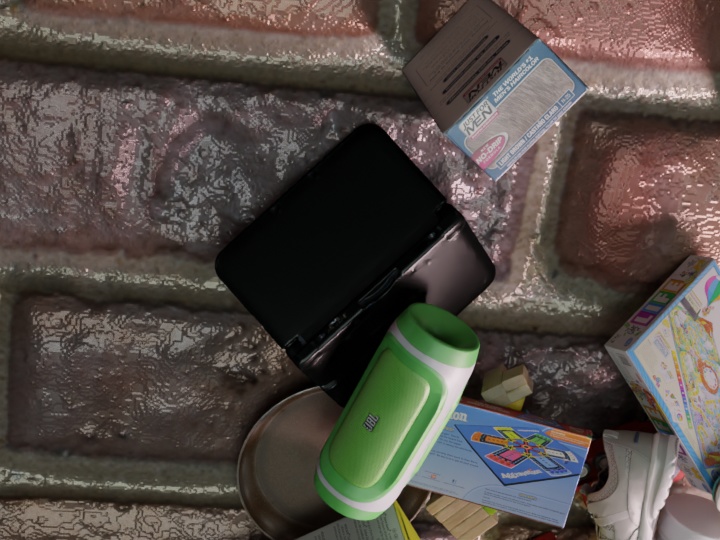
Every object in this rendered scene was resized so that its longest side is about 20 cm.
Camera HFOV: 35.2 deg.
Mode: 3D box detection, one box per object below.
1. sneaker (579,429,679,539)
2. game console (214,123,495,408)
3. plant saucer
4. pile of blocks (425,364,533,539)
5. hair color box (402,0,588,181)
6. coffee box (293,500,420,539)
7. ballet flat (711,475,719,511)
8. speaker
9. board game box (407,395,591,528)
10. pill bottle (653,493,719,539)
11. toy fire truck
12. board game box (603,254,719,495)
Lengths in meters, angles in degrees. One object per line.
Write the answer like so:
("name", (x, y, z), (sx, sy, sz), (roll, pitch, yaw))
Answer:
("sneaker", (0.257, 0.238, 1.136), (0.082, 0.075, 0.201), (17, 116, 15))
("game console", (0.000, 0.000, 1.055), (0.200, 0.116, 0.176), (-42, 142, -1))
("plant saucer", (-0.025, 0.196, 1.144), (0.199, 0.032, 0.201), (-3, 114, -6))
("pile of blocks", (0.135, 0.178, 1.136), (0.082, 0.062, 0.201), (23, 113, 2))
("hair color box", (0.102, -0.155, 0.920), (0.060, 0.200, 0.100), (40, 103, -21))
("coffee box", (0.004, 0.388, 1.117), (0.197, 0.200, 0.200), (-25, 128, 4))
("ballet flat", (0.434, 0.231, 1.155), (0.199, 0.069, 0.070), (14, 113, -44))
("speaker", (0.031, 0.131, 1.040), (0.088, 0.089, 0.201), (21, 113, -15))
("board game box", (0.112, 0.175, 1.095), (0.199, 0.019, 0.103), (15, 113, 6))
("pill bottle", (0.334, 0.344, 1.209), (0.111, 0.111, 0.201), (9, 112, -11))
("toy fire truck", (0.255, 0.240, 1.189), (0.199, 0.049, 0.142), (-20, 114, 0))
("board game box", (0.338, 0.104, 1.122), (0.134, 0.034, 0.200), (-42, 113, -16))
